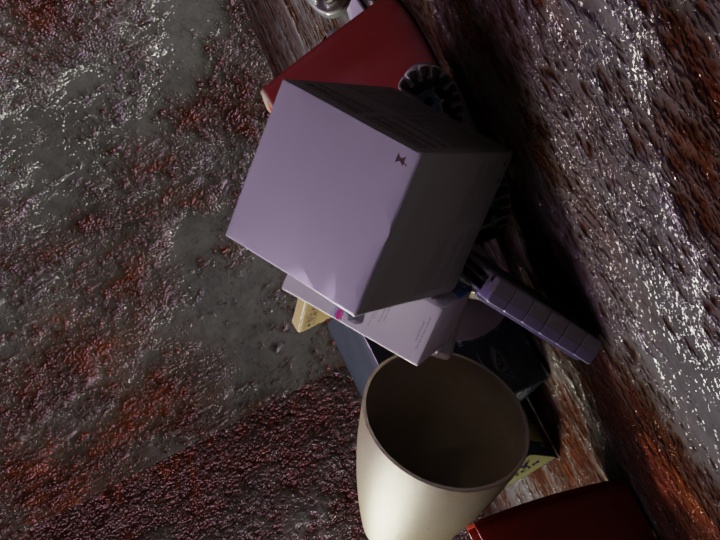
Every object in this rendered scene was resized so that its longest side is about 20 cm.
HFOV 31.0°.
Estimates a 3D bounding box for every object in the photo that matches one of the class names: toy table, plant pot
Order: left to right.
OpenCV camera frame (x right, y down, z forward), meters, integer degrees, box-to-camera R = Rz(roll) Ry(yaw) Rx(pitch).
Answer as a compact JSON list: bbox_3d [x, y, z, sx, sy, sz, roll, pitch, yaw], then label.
[{"bbox_3d":[-0.003,-0.176,1.441,0.203,0.175,0.201,63,176,9],"label":"plant pot"},{"bbox_3d":[0.070,0.224,1.436,0.188,0.185,0.202,61,148,36],"label":"plant pot"},{"bbox_3d":[0.095,0.007,1.431,0.117,0.197,0.187,169,107,-69],"label":"toy table"},{"bbox_3d":[0.243,0.336,1.458,0.202,0.174,0.200,62,176,11],"label":"plant pot"}]

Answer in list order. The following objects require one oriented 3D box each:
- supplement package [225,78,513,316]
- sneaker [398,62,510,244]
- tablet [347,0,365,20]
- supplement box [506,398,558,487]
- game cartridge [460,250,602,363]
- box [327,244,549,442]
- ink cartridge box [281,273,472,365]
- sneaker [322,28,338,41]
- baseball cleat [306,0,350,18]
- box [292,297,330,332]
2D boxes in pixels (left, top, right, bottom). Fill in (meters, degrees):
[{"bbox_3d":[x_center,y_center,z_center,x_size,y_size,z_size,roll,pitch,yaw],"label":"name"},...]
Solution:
[{"bbox_3d":[0.012,-0.071,1.168,0.150,0.154,0.199,30,-162,23],"label":"supplement package"},{"bbox_3d":[0.101,-0.123,1.318,0.090,0.077,0.202,-74,-35,-67],"label":"sneaker"},{"bbox_3d":[0.024,-0.273,1.657,0.201,0.014,0.131,61,175,37],"label":"tablet"},{"bbox_3d":[0.148,0.197,1.776,0.202,0.133,0.200,63,-165,18],"label":"supplement box"},{"bbox_3d":[0.154,0.029,1.283,0.129,0.039,0.200,36,-176,-15],"label":"game cartridge"},{"bbox_3d":[0.092,0.099,1.612,0.199,0.198,0.118,63,160,15],"label":"box"},{"bbox_3d":[0.001,0.008,1.300,0.198,0.069,0.115,30,-163,13],"label":"ink cartridge box"},{"bbox_3d":[-0.032,-0.229,1.695,0.074,0.111,0.200,63,-171,26],"label":"sneaker"},{"bbox_3d":[-0.045,-0.377,1.619,0.107,0.069,0.202,57,-166,-60],"label":"baseball cleat"},{"bbox_3d":[0.000,0.000,1.561,0.021,0.162,0.200,59,162,16],"label":"box"}]
